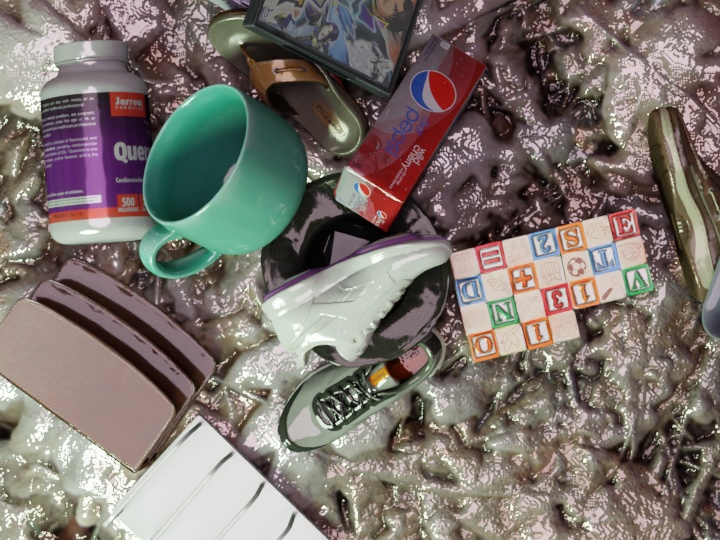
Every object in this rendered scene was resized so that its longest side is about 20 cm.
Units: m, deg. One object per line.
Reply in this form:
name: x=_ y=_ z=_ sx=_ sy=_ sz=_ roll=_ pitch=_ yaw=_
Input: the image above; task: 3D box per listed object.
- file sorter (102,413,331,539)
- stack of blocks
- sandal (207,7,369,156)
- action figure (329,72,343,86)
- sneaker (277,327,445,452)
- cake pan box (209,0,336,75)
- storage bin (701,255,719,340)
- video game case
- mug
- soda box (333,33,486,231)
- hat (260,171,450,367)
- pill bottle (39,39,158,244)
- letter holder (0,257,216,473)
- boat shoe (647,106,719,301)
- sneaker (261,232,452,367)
file sorter: x=-0.146 y=0.270 z=1.643 sx=0.200 sy=0.125 sz=0.139 roll=43 pitch=91 yaw=2
stack of blocks: x=0.198 y=0.015 z=1.664 sx=0.198 sy=0.059 sz=0.116 roll=-14 pitch=90 yaw=2
sandal: x=-0.073 y=-0.183 z=1.614 sx=0.081 sy=0.055 sz=0.200 roll=-31 pitch=110 yaw=35
action figure: x=-0.064 y=-0.202 z=1.679 sx=0.065 sy=0.052 sz=0.201 roll=-39 pitch=91 yaw=-4
sneaker: x=-0.002 y=0.119 z=1.661 sx=0.199 sy=0.079 sz=0.074 roll=-34 pitch=91 yaw=3
cake pan box: x=-0.061 y=-0.328 z=1.654 sx=0.199 sy=0.052 sz=0.185 roll=29 pitch=74 yaw=1
storage bin: x=0.458 y=-0.002 z=1.607 sx=0.133 sy=0.145 sz=0.202 roll=18 pitch=91 yaw=-37
video game case: x=-0.010 y=-0.299 z=1.589 sx=0.180 sy=0.025 sz=0.202 roll=22 pitch=83 yaw=-36
mug: x=-0.137 y=-0.086 z=1.620 sx=0.184 sy=0.114 sz=0.153 roll=-33 pitch=48 yaw=29
soda box: x=0.051 y=-0.140 z=1.620 sx=0.070 sy=0.064 sz=0.201 roll=32 pitch=60 yaw=1
hat: x=0.000 y=0.000 z=1.657 sx=0.198 sy=0.081 sz=0.203 roll=-1 pitch=85 yaw=9
pill bottle: x=-0.269 y=-0.130 z=1.651 sx=0.111 sy=0.112 sz=0.203 roll=-4 pitch=90 yaw=2
letter holder: x=-0.263 y=0.089 z=1.657 sx=0.199 sy=0.101 sz=0.143 roll=35 pitch=89 yaw=3
boat shoe: x=0.352 y=-0.076 z=1.656 sx=0.074 sy=0.075 sz=0.204 roll=-17 pitch=101 yaw=-1
sneaker: x=0.006 y=0.028 z=1.583 sx=0.198 sy=0.075 sz=0.100 roll=-24 pitch=90 yaw=13
